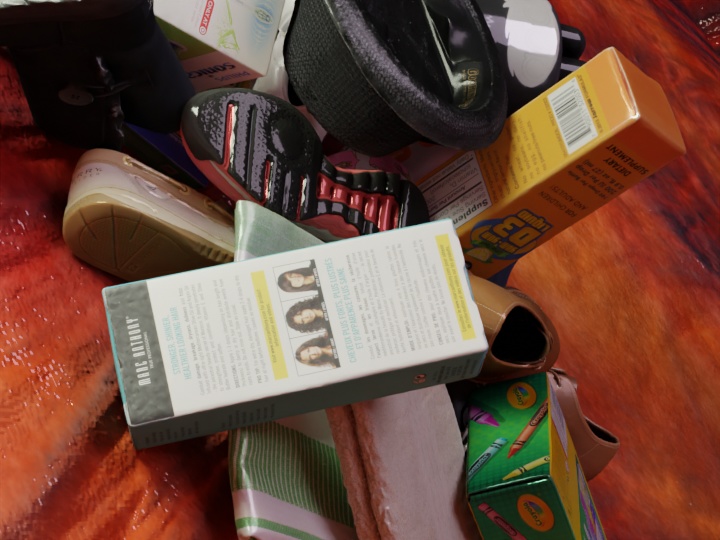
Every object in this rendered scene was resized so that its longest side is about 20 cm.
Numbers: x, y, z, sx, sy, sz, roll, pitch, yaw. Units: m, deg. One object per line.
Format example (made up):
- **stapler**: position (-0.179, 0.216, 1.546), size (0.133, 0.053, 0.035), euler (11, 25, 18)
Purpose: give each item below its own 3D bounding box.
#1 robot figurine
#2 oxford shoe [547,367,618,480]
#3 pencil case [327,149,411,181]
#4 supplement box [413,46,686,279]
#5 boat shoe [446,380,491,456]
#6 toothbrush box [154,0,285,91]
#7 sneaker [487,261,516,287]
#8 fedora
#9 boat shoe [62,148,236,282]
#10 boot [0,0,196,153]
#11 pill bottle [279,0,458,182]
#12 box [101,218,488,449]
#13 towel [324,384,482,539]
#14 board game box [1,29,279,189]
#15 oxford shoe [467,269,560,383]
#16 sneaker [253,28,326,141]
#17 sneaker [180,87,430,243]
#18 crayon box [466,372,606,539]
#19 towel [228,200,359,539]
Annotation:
- **robot figurine**: position (0.069, -0.153, 1.338), size (0.199, 0.125, 0.150), euler (9, 4, -19)
- **oxford shoe**: position (0.121, 0.090, 1.376), size (0.200, 0.071, 0.071), euler (42, 16, -28)
- **pencil case**: position (0.000, 0.000, 1.272), size (0.083, 0.087, 0.200), euler (21, 34, -19)
- **supplement box**: position (0.110, -0.059, 1.197), size (0.066, 0.200, 0.069), euler (27, 39, -45)
- **boat shoe**: position (0.088, 0.119, 1.296), size (0.200, 0.073, 0.063), euler (52, 19, -16)
- **toothbrush box**: position (-0.140, -0.219, 1.125), size (0.200, 0.086, 0.146), euler (27, 69, -39)
- **sneaker**: position (0.073, -0.031, 1.345), size (0.070, 0.109, 0.200), euler (25, 1, -20)
- **fedora**: position (0.006, -0.147, 1.174), size (0.200, 0.092, 0.201), euler (35, 35, -30)
- **boat shoe**: position (-0.097, -0.015, 1.119), size (0.200, 0.074, 0.069), euler (34, 35, -38)
- **boot**: position (-0.203, -0.129, 1.053), size (0.168, 0.199, 0.077), euler (83, 6, -63)
- **pill bottle**: position (0.003, -0.138, 1.445), size (0.113, 0.113, 0.200), euler (10, 49, -60)
- **box**: position (-0.036, 0.035, 1.002), size (0.049, 0.199, 0.083), euler (97, -20, -67)
- **towel**: position (0.026, 0.121, 1.104), size (0.133, 0.034, 0.201), euler (-35, 114, -63)
- **board game box**: position (-0.152, -0.163, 1.185), size (0.200, 0.029, 0.135), euler (39, 61, -33)
- **oxford shoe**: position (0.101, 0.049, 1.215), size (0.071, 0.072, 0.200), euler (24, 1, 26)
- **sneaker**: position (-0.071, -0.152, 1.351), size (0.074, 0.087, 0.200), euler (12, 44, -49)
- **sneaker**: position (-0.049, -0.045, 1.146), size (0.200, 0.087, 0.074), euler (30, 58, -37)
- **crayon box**: position (0.127, 0.184, 1.205), size (0.119, 0.058, 0.200), euler (-82, 154, -60)
- **towel**: position (-0.029, 0.075, 1.082), size (0.152, 0.023, 0.201), euler (28, 57, -53)
